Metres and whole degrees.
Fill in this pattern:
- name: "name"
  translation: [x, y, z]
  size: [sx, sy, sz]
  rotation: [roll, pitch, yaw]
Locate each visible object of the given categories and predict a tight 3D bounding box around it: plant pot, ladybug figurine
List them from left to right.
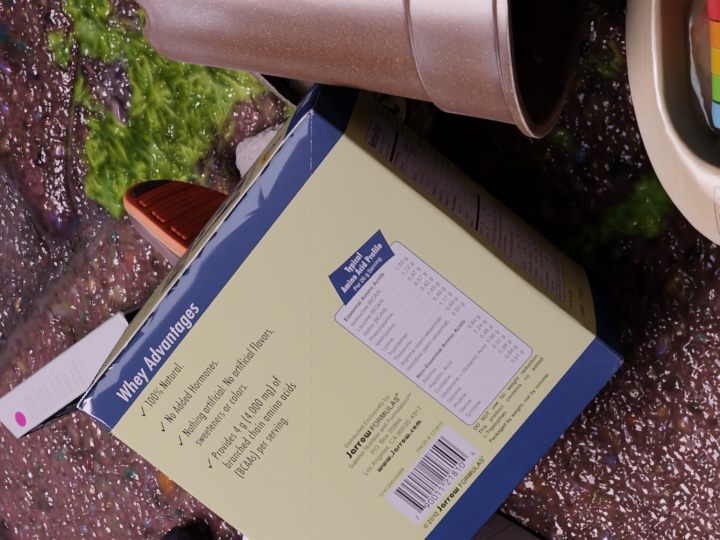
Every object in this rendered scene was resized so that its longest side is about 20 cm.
- name: "plant pot"
  translation: [0.000, -0.173, 0.918]
  size: [0.196, 0.200, 0.203]
  rotation: [6, 111, 16]
- name: "ladybug figurine"
  translation: [0.195, -0.104, 0.904]
  size: [0.135, 0.072, 0.202]
  rotation: [11, 113, 37]

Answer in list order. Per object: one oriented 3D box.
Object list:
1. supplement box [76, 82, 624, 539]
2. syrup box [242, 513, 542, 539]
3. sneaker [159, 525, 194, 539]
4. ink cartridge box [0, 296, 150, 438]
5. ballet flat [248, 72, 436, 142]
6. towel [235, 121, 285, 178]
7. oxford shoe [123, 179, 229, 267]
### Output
- name: "supplement box"
  translation: [-0.003, 0.039, 0.993]
  size: [0.199, 0.134, 0.200]
  rotation: [38, 103, -6]
- name: "syrup box"
  translation: [0.027, 0.175, 1.142]
  size: [0.199, 0.081, 0.079]
  rotation: [28, 121, 28]
- name: "sneaker"
  translation: [-0.145, 0.259, 1.338]
  size: [0.082, 0.070, 0.201]
  rotation: [36, 131, 3]
- name: "ink cartridge box"
  translation: [-0.174, 0.063, 1.259]
  size: [0.199, 0.094, 0.037]
  rotation: [-30, 87, 42]
- name: "ballet flat"
  translation: [-0.035, -0.124, 1.084]
  size: [0.200, 0.046, 0.068]
  rotation: [39, 107, 34]
- name: "towel"
  translation: [0.000, 0.000, 1.132]
  size: [0.132, 0.034, 0.202]
  rotation: [-17, 94, 42]
- name: "oxford shoe"
  translation: [-0.070, 0.016, 1.130]
  size: [0.199, 0.071, 0.073]
  rotation: [37, 130, 25]
